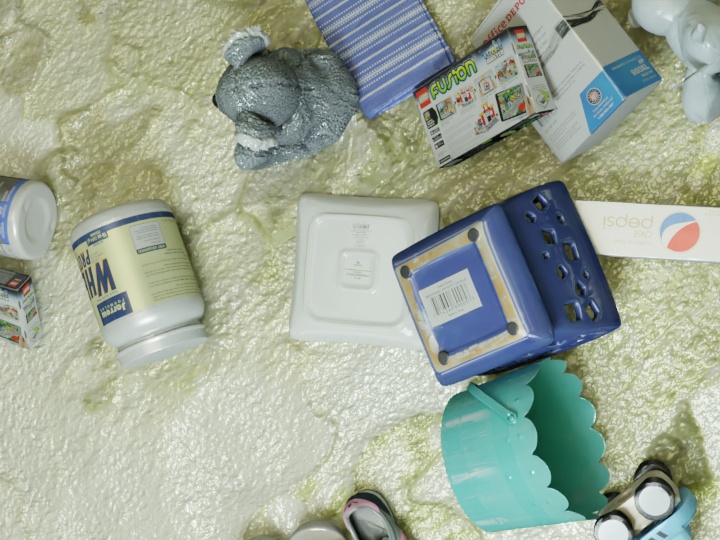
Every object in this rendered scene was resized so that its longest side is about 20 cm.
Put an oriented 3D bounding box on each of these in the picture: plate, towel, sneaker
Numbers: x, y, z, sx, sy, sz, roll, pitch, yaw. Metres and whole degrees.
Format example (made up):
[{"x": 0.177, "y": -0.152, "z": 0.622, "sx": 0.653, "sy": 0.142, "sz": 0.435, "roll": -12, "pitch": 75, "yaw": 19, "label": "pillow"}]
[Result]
[{"x": 0.000, "y": 0.000, "z": 1.647, "sx": 0.199, "sy": 0.032, "sz": 0.201, "roll": 4, "pitch": 90, "yaw": 17, "label": "plate"}, {"x": 0.026, "y": -0.319, "z": 1.654, "sx": 0.144, "sy": 0.024, "sz": 0.201, "roll": -30, "pitch": 79, "yaw": 16, "label": "towel"}, {"x": 0.041, "y": 0.378, "z": 1.602, "sx": 0.070, "sy": 0.082, "sz": 0.200, "roll": -41, "pitch": 79, "yaw": 11, "label": "sneaker"}]

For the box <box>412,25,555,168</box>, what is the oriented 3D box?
[{"x": 0.150, "y": -0.213, "z": 1.545, "sx": 0.200, "sy": 0.035, "sz": 0.111, "roll": -26, "pitch": 80, "yaw": 53, "label": "box"}]

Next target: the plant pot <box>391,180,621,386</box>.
[{"x": 0.163, "y": 0.022, "z": 1.492, "sx": 0.200, "sy": 0.179, "sz": 0.201, "roll": -27, "pitch": 81, "yaw": 38, "label": "plant pot"}]

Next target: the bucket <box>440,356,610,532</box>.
[{"x": 0.198, "y": 0.215, "z": 1.497, "sx": 0.134, "sy": 0.207, "sz": 0.208, "roll": -19, "pitch": 84, "yaw": 29, "label": "bucket"}]

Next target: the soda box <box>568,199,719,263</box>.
[{"x": 0.360, "y": -0.047, "z": 1.526, "sx": 0.199, "sy": 0.064, "sz": 0.068, "roll": 4, "pitch": 90, "yaw": 16, "label": "soda box"}]

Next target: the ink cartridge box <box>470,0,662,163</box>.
[{"x": 0.248, "y": -0.258, "z": 1.517, "sx": 0.200, "sy": 0.084, "sz": 0.145, "roll": 55, "pitch": 145, "yaw": 10, "label": "ink cartridge box"}]

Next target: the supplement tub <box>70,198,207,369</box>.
[{"x": -0.296, "y": 0.019, "z": 1.675, "sx": 0.145, "sy": 0.145, "sz": 0.201, "roll": -22, "pitch": 83, "yaw": 15, "label": "supplement tub"}]

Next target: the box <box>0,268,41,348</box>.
[{"x": -0.556, "y": 0.037, "z": 1.771, "sx": 0.199, "sy": 0.035, "sz": 0.110, "roll": 15, "pitch": 130, "yaw": 16, "label": "box"}]

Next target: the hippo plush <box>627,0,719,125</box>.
[{"x": 0.391, "y": -0.279, "z": 1.486, "sx": 0.161, "sy": 0.199, "sz": 0.160, "roll": 47, "pitch": 140, "yaw": 34, "label": "hippo plush"}]

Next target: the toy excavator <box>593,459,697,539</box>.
[{"x": 0.357, "y": 0.365, "z": 1.511, "sx": 0.194, "sy": 0.100, "sz": 0.200, "roll": -42, "pitch": 87, "yaw": 13, "label": "toy excavator"}]

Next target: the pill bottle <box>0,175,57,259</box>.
[{"x": -0.546, "y": -0.083, "z": 1.766, "sx": 0.199, "sy": 0.114, "sz": 0.114, "roll": 8, "pitch": 91, "yaw": 16, "label": "pill bottle"}]

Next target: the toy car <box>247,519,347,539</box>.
[{"x": -0.083, "y": 0.436, "z": 1.615, "sx": 0.199, "sy": 0.175, "sz": 0.150, "roll": -19, "pitch": 120, "yaw": 15, "label": "toy car"}]

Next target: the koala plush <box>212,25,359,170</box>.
[{"x": -0.115, "y": -0.227, "z": 1.590, "sx": 0.183, "sy": 0.200, "sz": 0.178, "roll": -4, "pitch": 88, "yaw": 22, "label": "koala plush"}]
